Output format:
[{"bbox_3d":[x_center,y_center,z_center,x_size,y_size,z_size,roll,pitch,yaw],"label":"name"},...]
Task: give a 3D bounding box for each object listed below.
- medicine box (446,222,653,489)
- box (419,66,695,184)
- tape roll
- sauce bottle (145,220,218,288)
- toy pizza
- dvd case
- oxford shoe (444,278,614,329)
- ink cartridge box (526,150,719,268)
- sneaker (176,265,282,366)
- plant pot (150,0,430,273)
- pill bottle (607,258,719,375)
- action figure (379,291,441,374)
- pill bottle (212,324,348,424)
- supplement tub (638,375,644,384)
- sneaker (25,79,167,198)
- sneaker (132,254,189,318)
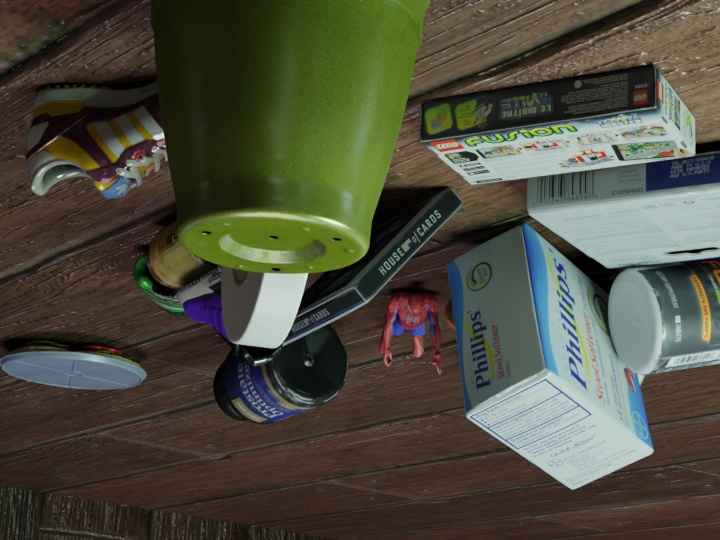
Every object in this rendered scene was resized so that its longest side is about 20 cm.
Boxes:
[{"bbox_3d":[0.187,0.087,1.594,0.102,0.184,0.200,-28,137,27],"label":"medicine box"},{"bbox_3d":[0.159,-0.114,1.291,0.198,0.035,0.110,-6,161,26],"label":"box"},{"bbox_3d":[-0.074,-0.039,1.289,0.037,0.205,0.203,8,162,-14],"label":"tape roll"},{"bbox_3d":[-0.143,-0.034,1.551,0.065,0.067,0.199,13,158,-29],"label":"sauce bottle"},{"bbox_3d":[-0.387,0.125,2.158,0.197,0.032,0.200,3,164,1],"label":"toy pizza"},{"bbox_3d":[0.000,0.000,1.530,0.025,0.150,0.200,49,149,-8],"label":"dvd case"},{"bbox_3d":[0.189,0.032,1.731,0.197,0.072,0.073,-3,143,3],"label":"oxford shoe"},{"bbox_3d":[0.278,-0.053,1.458,0.194,0.044,0.199,-7,164,29],"label":"ink cartridge box"},{"bbox_3d":[-0.119,0.047,1.549,0.069,0.101,0.200,-21,178,-22],"label":"sneaker"},{"bbox_3d":[-0.053,-0.107,1.079,0.198,0.195,0.201,2,163,1],"label":"plant pot"},{"bbox_3d":[0.356,0.039,1.601,0.198,0.108,0.106,-7,167,-21],"label":"pill bottle"},{"bbox_3d":[0.056,0.085,1.856,0.064,0.100,0.200,2,161,-3],"label":"action figure"},{"bbox_3d":[-0.106,0.129,1.989,0.111,0.113,0.200,12,160,-26],"label":"pill bottle"},{"bbox_3d":[0.245,0.118,1.876,0.121,0.124,0.200,7,163,-12],"label":"supplement tub"},{"bbox_3d":[-0.175,-0.101,1.292,0.197,0.091,0.075,-3,162,19],"label":"sneaker"},{"bbox_3d":[-0.152,0.012,1.675,0.198,0.079,0.085,-6,160,29],"label":"sneaker"}]
